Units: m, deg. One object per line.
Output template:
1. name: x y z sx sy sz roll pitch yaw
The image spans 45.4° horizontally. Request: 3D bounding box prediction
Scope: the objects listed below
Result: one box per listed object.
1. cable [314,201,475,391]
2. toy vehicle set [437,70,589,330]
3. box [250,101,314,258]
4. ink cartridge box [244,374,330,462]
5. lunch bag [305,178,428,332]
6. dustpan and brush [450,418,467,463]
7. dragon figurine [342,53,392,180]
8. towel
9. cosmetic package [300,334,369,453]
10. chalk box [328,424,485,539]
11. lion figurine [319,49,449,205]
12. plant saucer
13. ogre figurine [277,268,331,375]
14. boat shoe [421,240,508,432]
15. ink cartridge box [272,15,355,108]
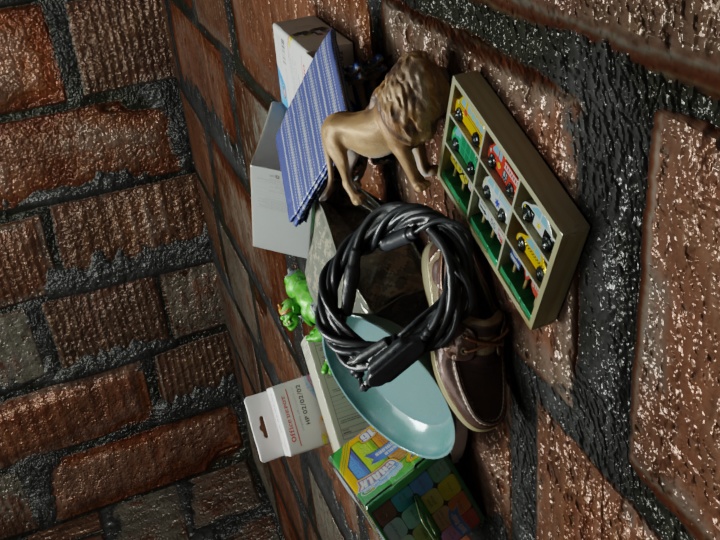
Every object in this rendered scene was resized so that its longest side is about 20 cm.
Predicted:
1. cable: 0.035 0.014 0.868 0.200 0.050 0.165 -45 51 27
2. toy vehicle set: 0.127 -0.064 0.760 0.126 0.026 0.202 94 156 -50
3. box: -0.104 -0.132 1.298 0.201 0.095 0.126 99 -177 -57
4. ink cartridge box: -0.083 0.235 1.434 0.068 0.196 0.118 143 109 -73
5. lunch bag: 0.000 0.000 1.088 0.202 0.116 0.165 58 156 26
6. dustpan and brush: 0.089 0.139 1.018 0.201 0.056 0.142 105 147 -57
7. dragon figurine: 0.001 -0.177 1.038 0.200 0.058 0.101 121 132 -68
8. towel: -0.054 -0.163 1.027 0.200 0.023 0.148 -51 45 52
9. cosmetic package: -0.018 0.191 1.374 0.071 0.103 0.204 127 128 -72
10. chalk box: 0.063 0.280 1.078 0.126 0.123 0.200 59 169 -20
11. lion figurine: 0.012 -0.139 0.871 0.197 0.073 0.124 -12 114 35
12. plant saucer: 0.039 0.123 0.973 0.198 0.036 0.202 34 146 26
13. ogre figurine: -0.061 0.066 1.261 0.201 0.096 0.121 -103 -12 -60
14. boat shoe: 0.110 0.059 0.860 0.072 0.071 0.205 145 117 -72
15. ink cartridge box: -0.054 -0.255 1.145 0.200 0.066 0.117 -127 27 -55
